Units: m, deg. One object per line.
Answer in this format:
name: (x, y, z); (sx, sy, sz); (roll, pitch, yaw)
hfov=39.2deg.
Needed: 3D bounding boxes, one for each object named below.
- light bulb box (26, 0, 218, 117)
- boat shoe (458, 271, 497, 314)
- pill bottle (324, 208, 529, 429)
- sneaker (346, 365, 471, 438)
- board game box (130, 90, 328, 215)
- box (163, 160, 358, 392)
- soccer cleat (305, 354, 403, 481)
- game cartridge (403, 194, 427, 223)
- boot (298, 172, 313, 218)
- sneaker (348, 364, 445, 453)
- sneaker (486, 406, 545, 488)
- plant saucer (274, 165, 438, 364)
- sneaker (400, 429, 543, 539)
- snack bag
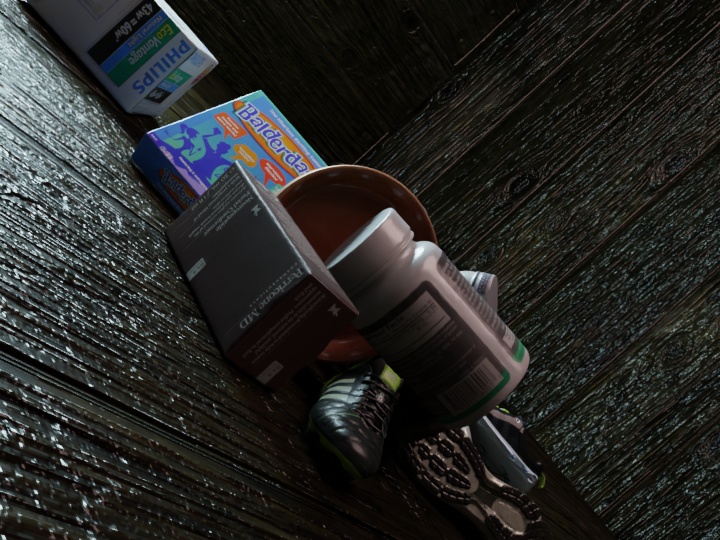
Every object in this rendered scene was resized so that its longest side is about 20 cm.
light bulb box: (-0.308, -0.316, 1.326); (0.200, 0.125, 0.198); (49, 4, -5)
boat shoe: (0.109, 0.077, 1.090); (0.065, 0.072, 0.200); (12, -38, 16)
pill bottle: (0.060, 0.045, 0.970); (0.200, 0.113, 0.113); (49, 4, -8)
sneaker: (0.042, 0.149, 1.176); (0.105, 0.076, 0.200); (20, 20, -49)
board game box: (-0.132, -0.111, 1.126); (0.152, 0.045, 0.200); (48, 39, 5)
box: (-0.093, 0.001, 0.881); (0.075, 0.100, 0.200); (42, 7, -42)
soccer cleat: (0.000, 0.118, 0.870); (0.068, 0.081, 0.200); (47, 5, -8)
game cartridge: (0.000, 0.000, 1.115); (0.040, 0.200, 0.133); (40, 4, 12)
boot: (-0.068, -0.027, 1.117); (0.069, 0.201, 0.174); (37, 23, 20)
sneaker: (0.039, 0.112, 1.091); (0.200, 0.090, 0.076); (-115, -162, -45)
sneaker: (0.165, 0.202, 1.303); (0.200, 0.083, 0.072); (58, -23, 6)
plant saucer: (-0.018, -0.006, 1.020); (0.200, 0.200, 0.032); (47, -8, -18)
sneaker: (0.103, 0.236, 1.105); (0.200, 0.077, 0.089); (46, -26, -8)
snack bag: (0.138, 0.214, 1.234); (0.189, 0.021, 0.200); (51, -21, 24)
